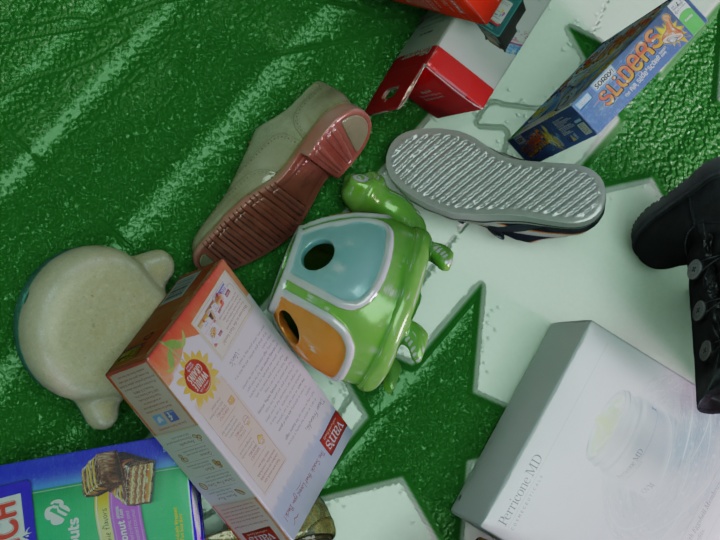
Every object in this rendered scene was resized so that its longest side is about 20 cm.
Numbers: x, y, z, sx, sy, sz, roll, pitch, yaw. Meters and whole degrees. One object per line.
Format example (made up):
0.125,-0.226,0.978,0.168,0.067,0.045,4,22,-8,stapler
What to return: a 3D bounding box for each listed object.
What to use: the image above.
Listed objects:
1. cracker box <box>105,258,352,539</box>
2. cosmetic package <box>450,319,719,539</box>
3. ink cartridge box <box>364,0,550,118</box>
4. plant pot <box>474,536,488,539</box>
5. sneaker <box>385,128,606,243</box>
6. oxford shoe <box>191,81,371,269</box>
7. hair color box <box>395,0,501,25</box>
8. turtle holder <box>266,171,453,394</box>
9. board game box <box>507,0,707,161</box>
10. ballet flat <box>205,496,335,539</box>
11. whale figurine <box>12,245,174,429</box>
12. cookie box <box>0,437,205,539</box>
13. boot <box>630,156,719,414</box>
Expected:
-0.103,0.112,1.188,0.201,0.057,0.134,54,40,-18,cracker box
0.219,0.179,1.266,0.199,0.123,0.201,30,83,-5,cosmetic package
0.093,-0.204,1.267,0.067,0.116,0.201,35,83,-14,ink cartridge box
0.139,0.320,1.169,0.200,0.186,0.187,42,82,7,plant pot
0.120,-0.070,1.291,0.198,0.079,0.079,16,80,13,sneaker
-0.079,-0.081,1.271,0.200,0.071,0.074,-43,54,0,oxford shoe
0.051,-0.289,1.231,0.064,0.199,0.111,39,80,-44,hair color box
0.000,0.003,1.231,0.131,0.141,0.187,21,85,-5,turtle holder
0.207,-0.160,1.242,0.034,0.200,0.135,45,81,-4,board game box
-0.121,0.235,1.243,0.198,0.071,0.071,-16,89,-9,ballet flat
-0.202,0.057,1.231,0.199,0.103,0.161,24,81,-31,whale figurine
-0.227,0.236,1.166,0.198,0.075,0.173,-10,57,-1,cookie box
0.294,0.029,1.232,0.065,0.165,0.202,2,63,-15,boot
